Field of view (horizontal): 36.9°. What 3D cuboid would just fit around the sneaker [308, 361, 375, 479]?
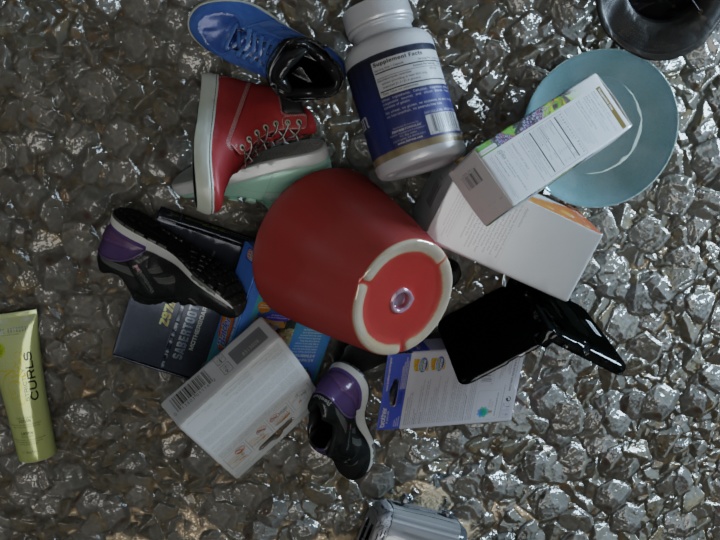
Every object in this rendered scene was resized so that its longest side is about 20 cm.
[{"bbox_3d":[-0.037,0.214,1.405,0.075,0.088,0.201,20,137,29],"label":"sneaker"}]

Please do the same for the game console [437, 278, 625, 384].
[{"bbox_3d":[0.211,0.093,1.360,0.175,0.200,0.117,26,106,-13],"label":"game console"}]

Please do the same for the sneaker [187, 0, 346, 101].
[{"bbox_3d":[-0.109,-0.258,1.263,0.199,0.111,0.077,24,105,-12],"label":"sneaker"}]

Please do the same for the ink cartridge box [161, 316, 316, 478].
[{"bbox_3d":[-0.141,0.164,1.356,0.160,0.047,0.200,-42,149,-9],"label":"ink cartridge box"}]

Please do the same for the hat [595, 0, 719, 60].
[{"bbox_3d":[0.354,-0.355,1.287,0.199,0.081,0.202,-4,107,-12],"label":"hat"}]

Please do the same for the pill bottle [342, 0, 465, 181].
[{"bbox_3d":[0.045,-0.216,1.268,0.110,0.111,0.201,-17,86,1],"label":"pill bottle"}]

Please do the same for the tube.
[{"bbox_3d":[-0.442,0.151,1.409,0.058,0.052,0.201,-19,109,-41],"label":"tube"}]

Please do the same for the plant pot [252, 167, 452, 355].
[{"bbox_3d":[0.000,0.000,1.265,0.200,0.177,0.201,-17,122,-30],"label":"plant pot"}]

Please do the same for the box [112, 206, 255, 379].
[{"bbox_3d":[-0.214,0.038,1.385,0.157,0.051,0.201,19,105,-10],"label":"box"}]

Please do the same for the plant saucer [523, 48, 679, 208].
[{"bbox_3d":[0.298,-0.181,1.361,0.200,0.039,0.202,-2,109,-5],"label":"plant saucer"}]

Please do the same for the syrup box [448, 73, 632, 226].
[{"bbox_3d":[0.210,-0.141,1.253,0.200,0.079,0.082,-34,88,-23],"label":"syrup box"}]

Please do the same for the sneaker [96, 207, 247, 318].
[{"bbox_3d":[-0.229,0.011,1.307,0.200,0.076,0.088,34,110,11],"label":"sneaker"}]

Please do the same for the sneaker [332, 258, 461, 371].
[{"bbox_3d":[0.048,0.065,1.414,0.199,0.060,0.105,-24,123,-5],"label":"sneaker"}]

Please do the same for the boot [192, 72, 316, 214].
[{"bbox_3d":[-0.124,-0.147,1.266,0.143,0.201,0.073,7,144,-8],"label":"boot"}]

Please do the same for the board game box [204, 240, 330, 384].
[{"bbox_3d":[-0.105,0.068,1.373,0.152,0.045,0.201,7,110,-39],"label":"board game box"}]

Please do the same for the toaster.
[{"bbox_3d":[0.054,0.413,1.490,0.129,0.114,0.201,21,89,-7],"label":"toaster"}]

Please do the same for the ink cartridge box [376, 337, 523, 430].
[{"bbox_3d":[0.115,0.147,1.425,0.199,0.042,0.120,-3,117,-22],"label":"ink cartridge box"}]

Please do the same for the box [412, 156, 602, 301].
[{"bbox_3d":[0.179,-0.059,1.346,0.199,0.124,0.098,24,105,-12],"label":"box"}]

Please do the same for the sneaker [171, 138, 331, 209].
[{"bbox_3d":[-0.128,-0.086,1.341,0.199,0.074,0.119,-9,119,5],"label":"sneaker"}]
